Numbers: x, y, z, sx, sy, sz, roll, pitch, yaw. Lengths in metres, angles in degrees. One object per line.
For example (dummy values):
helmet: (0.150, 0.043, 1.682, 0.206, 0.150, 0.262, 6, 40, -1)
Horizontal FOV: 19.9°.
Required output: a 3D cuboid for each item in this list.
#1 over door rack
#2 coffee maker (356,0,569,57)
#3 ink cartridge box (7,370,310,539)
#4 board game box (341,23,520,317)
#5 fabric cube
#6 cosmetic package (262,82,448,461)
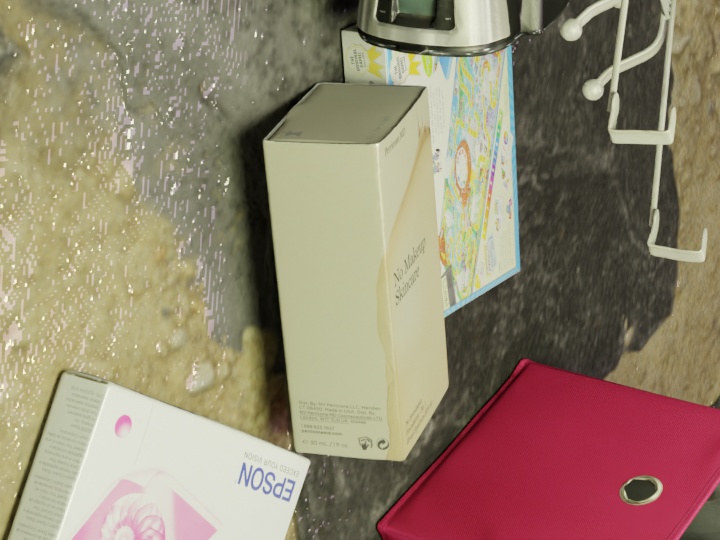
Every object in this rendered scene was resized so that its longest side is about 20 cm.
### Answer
over door rack: (0.150, -0.122, 1.183, 0.148, 0.066, 0.201, 58, 26, -58)
coffee maker: (0.071, -0.241, 1.186, 0.192, 0.135, 0.201, -24, 125, -37)
ink cartridge box: (-0.123, 0.175, 1.146, 0.196, 0.043, 0.201, 27, 77, -54)
board game box: (0.048, -0.072, 1.304, 0.134, 0.034, 0.201, -29, 123, -46)
fabric cube: (0.162, 0.208, 1.407, 0.196, 0.199, 0.200, -45, 133, -35)
cosmetic package: (0.000, 0.000, 1.209, 0.104, 0.073, 0.201, -54, 144, -59)
